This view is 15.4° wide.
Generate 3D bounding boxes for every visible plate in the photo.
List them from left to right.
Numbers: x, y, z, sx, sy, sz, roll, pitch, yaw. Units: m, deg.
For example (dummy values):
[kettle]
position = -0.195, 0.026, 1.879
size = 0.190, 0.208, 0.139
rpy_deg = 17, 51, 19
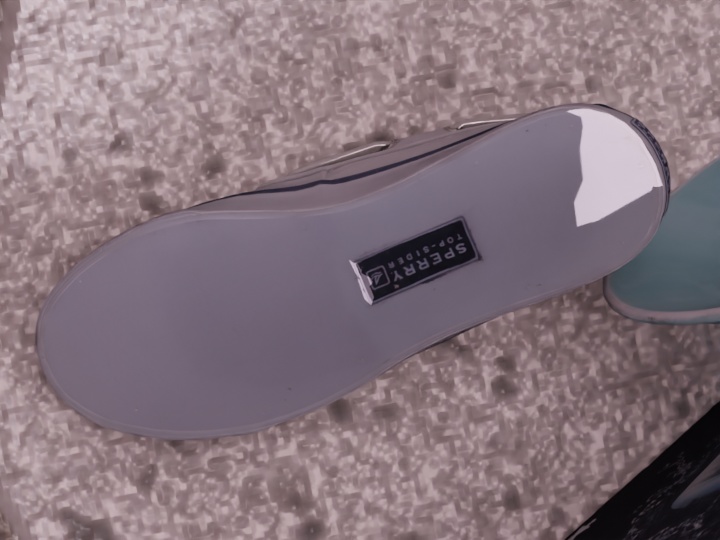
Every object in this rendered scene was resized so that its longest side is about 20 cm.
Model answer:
[plate]
position = 0.165, -0.029, 0.785
size = 0.200, 0.200, 0.026
rpy_deg = -31, 103, -12

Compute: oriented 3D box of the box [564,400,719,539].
[box]
position = 0.141, 0.099, 0.768
size = 0.200, 0.197, 0.118
rpy_deg = -40, 92, -12

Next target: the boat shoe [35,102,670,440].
[boat shoe]
position = 0.000, 0.000, 0.816
size = 0.199, 0.065, 0.074
rpy_deg = -14, 96, 9
